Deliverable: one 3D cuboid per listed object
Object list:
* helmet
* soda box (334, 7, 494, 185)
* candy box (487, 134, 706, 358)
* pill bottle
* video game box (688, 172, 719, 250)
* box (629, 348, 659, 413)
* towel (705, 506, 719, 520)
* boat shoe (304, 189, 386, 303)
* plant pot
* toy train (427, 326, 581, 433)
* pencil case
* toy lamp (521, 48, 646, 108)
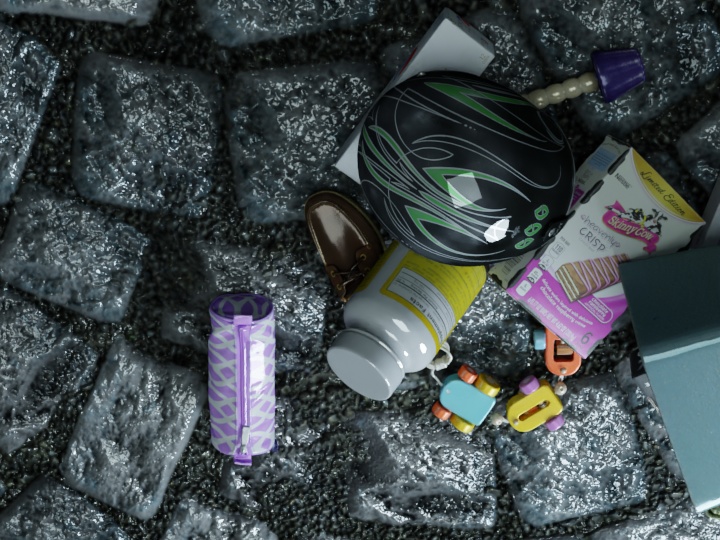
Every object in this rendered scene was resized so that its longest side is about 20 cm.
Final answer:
[{"bbox_3d":[0.095,-0.100,1.143,0.190,0.200,0.201,6,118,-35],"label":"helmet"},{"bbox_3d":[0.057,-0.177,1.237,0.068,0.064,0.200,35,112,-10],"label":"soda box"},{"bbox_3d":[0.255,-0.024,1.248,0.136,0.061,0.200,38,95,-24],"label":"candy box"},{"bbox_3d":[0.050,0.038,1.245,0.111,0.200,0.112,28,150,18],"label":"pill bottle"},{"bbox_3d":[0.459,-0.010,1.284,0.181,0.047,0.201,16,114,0],"label":"video game box"},{"bbox_3d":[0.441,0.133,1.311,0.199,0.050,0.199,-29,119,28],"label":"box"},{"bbox_3d":[0.498,0.229,1.325,0.199,0.148,0.037,-31,75,27],"label":"towel"},{"bbox_3d":[0.000,0.001,1.312,0.072,0.068,0.201,-26,108,14],"label":"boat shoe"},{"bbox_3d":[0.389,0.086,1.149,0.199,0.197,0.197,-18,112,14],"label":"plant pot"},{"bbox_3d":[0.175,0.115,1.358,0.198,0.056,0.151,-6,107,6],"label":"toy train"},{"bbox_3d":[-0.141,0.127,1.368,0.083,0.086,0.202,1,112,2],"label":"pencil case"},{"bbox_3d":[0.201,-0.187,1.225,0.199,0.058,0.059,-18,110,11],"label":"toy lamp"}]
